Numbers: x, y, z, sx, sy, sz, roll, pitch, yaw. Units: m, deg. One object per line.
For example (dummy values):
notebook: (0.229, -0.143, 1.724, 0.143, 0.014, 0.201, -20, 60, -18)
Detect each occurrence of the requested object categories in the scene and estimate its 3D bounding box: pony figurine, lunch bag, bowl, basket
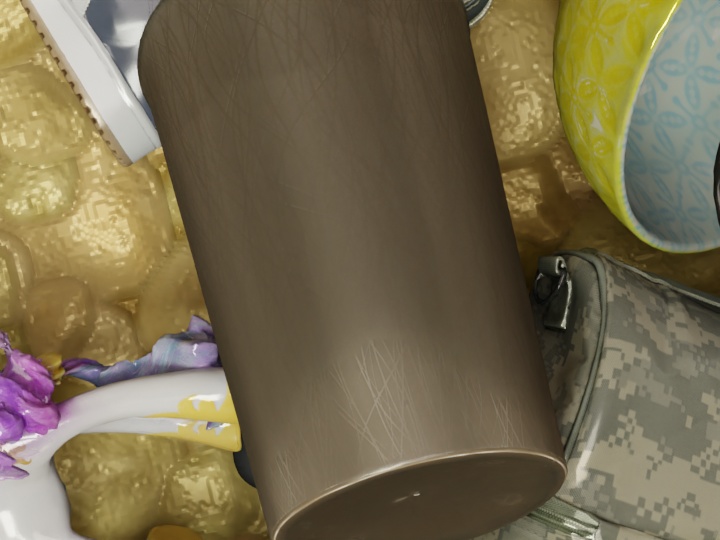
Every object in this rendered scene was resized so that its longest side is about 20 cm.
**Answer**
pony figurine: (-0.148, 0.076, 0.758, 0.200, 0.167, 0.193, -4, 113, -5)
lunch bag: (0.142, 0.093, 0.789, 0.200, 0.139, 0.168, 20, 92, -17)
bowl: (0.148, -0.118, 0.793, 0.200, 0.200, 0.108, -46, 55, -3)
basket: (0.000, 0.000, 0.716, 0.136, 0.180, 0.200, -17, 65, 5)

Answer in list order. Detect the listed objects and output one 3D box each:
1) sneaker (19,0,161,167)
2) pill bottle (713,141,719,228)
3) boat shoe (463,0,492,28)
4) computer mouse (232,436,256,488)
sneaker: (-0.105, -0.156, 0.785, 0.108, 0.070, 0.200, -29, 103, -1)
pill bottle: (0.218, -0.025, 0.753, 0.112, 0.200, 0.112, -3, 83, 23)
boat shoe: (-0.016, -0.179, 0.801, 0.073, 0.062, 0.200, -44, 97, -4)
computer mouse: (0.035, 0.051, 0.839, 0.200, 0.034, 0.059, -18, 109, -13)
